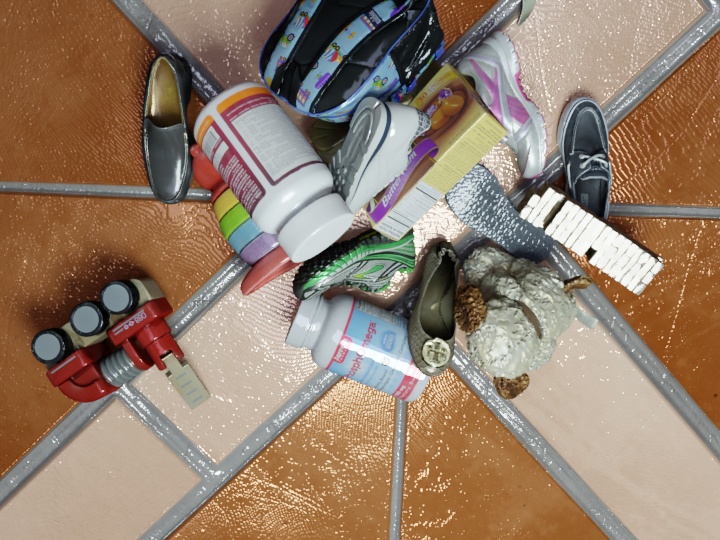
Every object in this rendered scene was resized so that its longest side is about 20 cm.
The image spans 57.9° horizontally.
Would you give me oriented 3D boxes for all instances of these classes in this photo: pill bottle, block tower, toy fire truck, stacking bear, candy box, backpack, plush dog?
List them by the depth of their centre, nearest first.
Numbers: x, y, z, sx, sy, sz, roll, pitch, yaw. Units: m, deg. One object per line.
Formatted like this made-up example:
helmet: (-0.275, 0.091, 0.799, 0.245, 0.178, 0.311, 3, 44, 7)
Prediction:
pill bottle: (-0.101, -0.115, 0.774, 0.109, 0.110, 0.200, -37, 80, 4)
backpack: (-0.016, -0.269, 0.807, 0.182, 0.134, 0.200, 38, 90, 26)
candy box: (0.079, -0.150, 0.837, 0.056, 0.117, 0.200, 24, 122, -42)
plush dog: (0.208, 0.071, 0.862, 0.172, 0.160, 0.201, -39, 102, -33)
block tower: (0.308, -0.045, 0.867, 0.199, 0.058, 0.054, 33, 112, -1)
stacking bear: (-0.151, -0.089, 0.871, 0.121, 0.114, 0.201, -33, 87, -40)
toy fire truck: (-0.315, 0.130, 0.905, 0.175, 0.129, 0.201, -34, 89, 3)
pill bottle: (0.001, 0.099, 0.908, 0.199, 0.109, 0.109, 22, 98, -6)

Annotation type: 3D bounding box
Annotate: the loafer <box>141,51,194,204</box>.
loafer: (-0.262, -0.187, 0.865, 0.072, 0.072, 0.202, -1, 100, -4)

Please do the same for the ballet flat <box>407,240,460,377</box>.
ballet flat: (0.107, 0.045, 0.880, 0.067, 0.046, 0.201, 19, 59, -11)

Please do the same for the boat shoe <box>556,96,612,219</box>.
boat shoe: (0.316, -0.139, 0.903, 0.071, 0.068, 0.202, 0, 100, -3)

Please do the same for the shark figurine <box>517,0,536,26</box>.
shark figurine: (0.177, -0.396, 0.839, 0.090, 0.214, 0.129, 46, 131, 28)

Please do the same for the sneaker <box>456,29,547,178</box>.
sneaker: (0.188, -0.214, 0.884, 0.088, 0.081, 0.201, -23, 92, 3)

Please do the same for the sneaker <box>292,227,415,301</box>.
sneaker: (0.000, 0.000, 0.880, 0.199, 0.078, 0.086, -22, 105, -26)

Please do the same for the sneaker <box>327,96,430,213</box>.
sneaker: (0.012, -0.123, 0.806, 0.080, 0.200, 0.077, -1, 58, -30)

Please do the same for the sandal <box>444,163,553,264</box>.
sandal: (0.189, -0.080, 0.926, 0.200, 0.043, 0.076, 41, 103, -18)

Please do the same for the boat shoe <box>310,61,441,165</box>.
boat shoe: (0.026, -0.214, 0.886, 0.200, 0.063, 0.073, -36, 63, -2)
